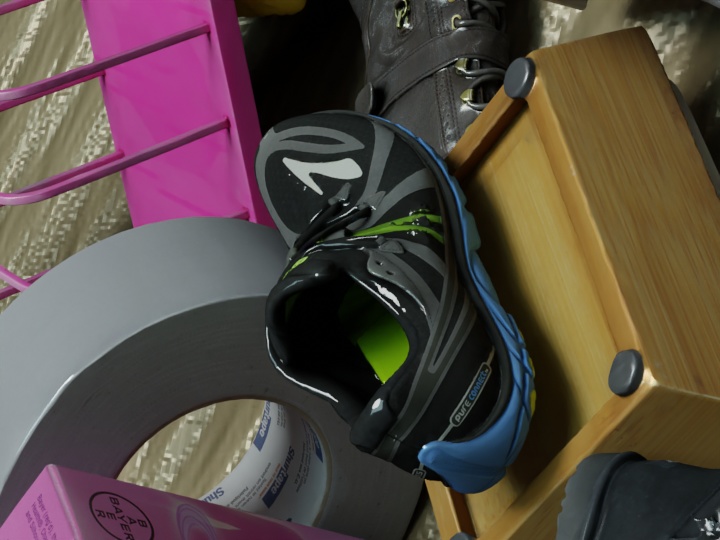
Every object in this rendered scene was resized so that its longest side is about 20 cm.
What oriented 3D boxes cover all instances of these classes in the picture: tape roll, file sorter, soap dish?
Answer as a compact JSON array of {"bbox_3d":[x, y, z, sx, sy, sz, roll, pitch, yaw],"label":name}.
[{"bbox_3d":[-0.072,0.080,0.992,0.201,0.200,0.066,-60,39,14],"label":"tape roll"},{"bbox_3d":[-0.134,-0.066,1.116,0.139,0.125,0.201,26,133,53],"label":"file sorter"},{"bbox_3d":[0.079,0.024,0.910,0.157,0.081,0.201,-51,39,35],"label":"soap dish"}]

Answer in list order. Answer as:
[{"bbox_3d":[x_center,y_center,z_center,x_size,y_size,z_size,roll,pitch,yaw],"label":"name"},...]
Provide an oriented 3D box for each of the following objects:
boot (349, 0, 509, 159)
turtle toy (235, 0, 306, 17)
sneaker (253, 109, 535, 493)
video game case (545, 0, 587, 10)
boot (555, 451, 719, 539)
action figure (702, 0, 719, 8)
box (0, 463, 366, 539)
[{"bbox_3d":[0.052,-0.119,1.037,0.200,0.069,0.175,-43,45,47],"label":"boot"},{"bbox_3d":[-0.070,-0.205,1.175,0.200,0.101,0.147,-162,87,-74],"label":"turtle toy"},{"bbox_3d":[0.000,0.001,0.889,0.071,0.082,0.200,-58,36,27],"label":"sneaker"},{"bbox_3d":[0.100,-0.200,0.910,0.018,0.143,0.201,24,100,16],"label":"video game case"},{"bbox_3d":[0.140,0.134,0.732,0.199,0.065,0.166,-4,72,44],"label":"boot"},{"bbox_3d":[0.125,-0.180,0.882,0.104,0.193,0.201,-3,81,5],"label":"action figure"},{"bbox_3d":[-0.038,0.185,0.905,0.097,0.199,0.176,-52,41,22],"label":"box"}]
